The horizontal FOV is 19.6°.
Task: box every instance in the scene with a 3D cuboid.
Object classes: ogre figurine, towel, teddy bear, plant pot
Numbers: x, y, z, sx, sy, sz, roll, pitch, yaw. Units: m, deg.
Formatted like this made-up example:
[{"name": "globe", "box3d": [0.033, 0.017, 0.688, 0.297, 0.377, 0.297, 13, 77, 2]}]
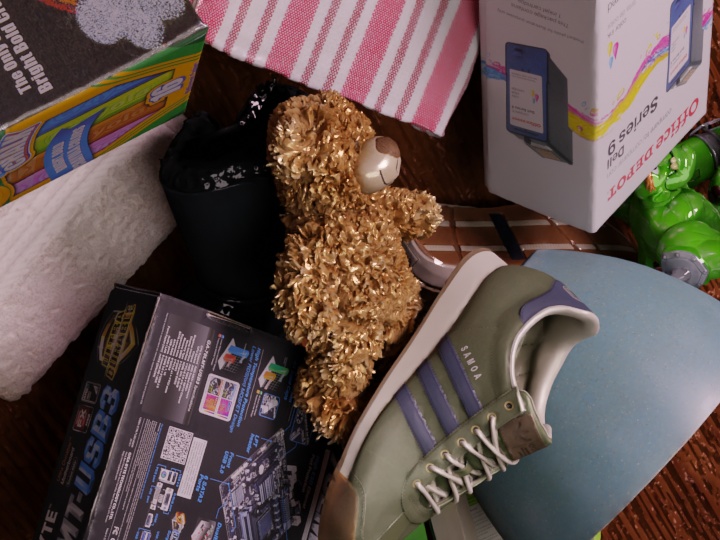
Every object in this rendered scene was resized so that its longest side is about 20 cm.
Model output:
[{"name": "ogre figurine", "box3d": [0.232, -0.039, 1.348, 0.120, 0.200, 0.098, -18, 137, -5]}, {"name": "towel", "box3d": [-0.005, -0.173, 1.192, 0.200, 0.030, 0.147, 19, 95, -33]}, {"name": "teddy bear", "box3d": [0.000, 0.000, 1.156, 0.145, 0.067, 0.200, 0, 93, -48]}, {"name": "towel", "box3d": [-0.181, -0.033, 1.211, 0.200, 0.034, 0.133, -50, 119, -8]}, {"name": "plant pot", "box3d": [0.124, 0.066, 1.262, 0.135, 0.200, 0.200, 42, 80, 3]}]

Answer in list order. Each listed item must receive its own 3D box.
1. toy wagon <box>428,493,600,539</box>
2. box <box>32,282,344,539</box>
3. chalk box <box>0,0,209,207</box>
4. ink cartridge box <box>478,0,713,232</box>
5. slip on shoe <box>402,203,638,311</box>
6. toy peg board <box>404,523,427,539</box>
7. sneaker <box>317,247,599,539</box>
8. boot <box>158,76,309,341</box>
[{"name": "toy wagon", "box3d": [0.087, 0.132, 1.355, 0.155, 0.040, 0.200, -12, 85, -54]}, {"name": "box", "box3d": [-0.082, 0.129, 1.167, 0.198, 0.050, 0.200, 22, 81, -46]}, {"name": "chalk box", "box3d": [-0.201, -0.111, 1.106, 0.200, 0.124, 0.125, -28, 80, -18]}, {"name": "ink cartridge box", "box3d": [0.144, -0.147, 1.259, 0.145, 0.087, 0.200, -43, 146, -35]}, {"name": "slip on shoe", "box3d": [0.097, 0.000, 1.355, 0.200, 0.076, 0.061, 1, 142, -36]}, {"name": "toy peg board", "box3d": [-0.037, 0.238, 1.318, 0.200, 0.098, 0.199, -20, 111, -22]}, {"name": "sneaker", "box3d": [0.060, 0.083, 1.145, 0.200, 0.090, 0.067, -59, 148, -18]}, {"name": "boot", "box3d": [-0.095, -0.001, 1.208, 0.200, 0.076, 0.168, -39, 143, -21]}]
